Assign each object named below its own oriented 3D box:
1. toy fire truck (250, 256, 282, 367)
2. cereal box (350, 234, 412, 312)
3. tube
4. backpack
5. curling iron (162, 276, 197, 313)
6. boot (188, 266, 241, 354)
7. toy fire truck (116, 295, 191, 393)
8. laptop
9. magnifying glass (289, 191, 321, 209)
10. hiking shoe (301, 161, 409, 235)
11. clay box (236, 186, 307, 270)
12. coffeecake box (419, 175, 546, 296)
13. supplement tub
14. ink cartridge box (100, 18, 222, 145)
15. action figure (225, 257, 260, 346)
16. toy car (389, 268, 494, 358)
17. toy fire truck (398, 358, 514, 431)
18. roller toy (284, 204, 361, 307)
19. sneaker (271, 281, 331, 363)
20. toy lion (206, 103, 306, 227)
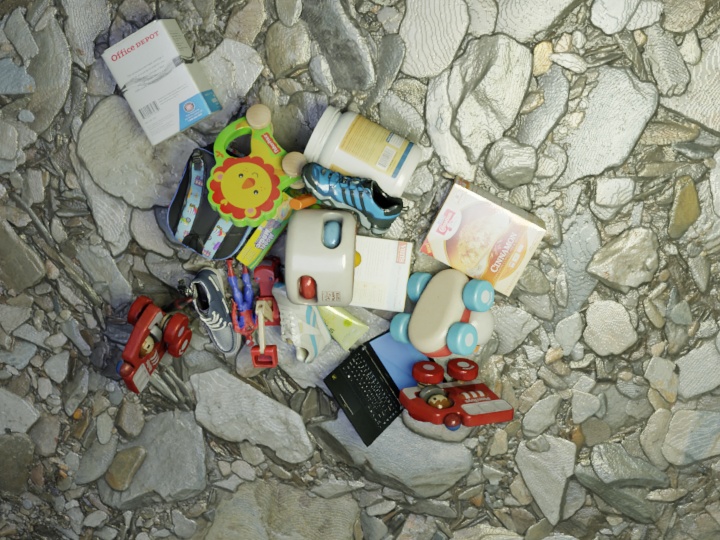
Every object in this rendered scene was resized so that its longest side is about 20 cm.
[{"bbox_3d":[-0.193,0.084,1.734,0.048,0.141,0.201,-2,107,10],"label":"toy fire truck"},{"bbox_3d":[0.000,0.000,1.708,0.198,0.040,0.145,8,96,1],"label":"cereal box"},{"bbox_3d":[-0.077,0.080,1.765,0.200,0.052,0.058,43,152,-9],"label":"tube"},{"bbox_3d":[-0.282,-0.132,1.684,0.182,0.135,0.201,29,109,-1],"label":"backpack"},{"bbox_3d":[-0.382,0.060,1.763,0.200,0.025,0.050,-34,80,58],"label":"curling iron"},{"bbox_3d":[-0.315,0.098,1.785,0.072,0.090,0.201,-14,104,13],"label":"boot"},{"bbox_3d":[-0.445,0.160,1.756,0.112,0.200,0.169,24,66,6],"label":"toy fire truck"},{"bbox_3d":[0.056,0.237,1.760,0.103,0.200,0.178,-19,107,54],"label":"laptop"},{"bbox_3d":[-0.085,-0.141,1.615,0.079,0.200,0.023,20,107,15],"label":"magnifying glass"},{"bbox_3d":[-0.011,-0.149,1.525,0.199,0.075,0.087,29,134,-17],"label":"hiking shoe"},{"bbox_3d":[-0.164,-0.102,1.685,0.048,0.115,0.200,37,110,-4],"label":"clay box"},{"bbox_3d":[0.240,-0.068,1.652,0.199,0.073,0.154,27,110,1],"label":"coffeecake box"},{"bbox_3d":[0.003,-0.214,1.606,0.199,0.145,0.145,28,110,0],"label":"supplement tub"},{"bbox_3d":[-0.388,-0.371,1.653,0.144,0.084,0.201,-24,102,16],"label":"ink cartridge box"},{"bbox_3d":[-0.247,0.067,1.781,0.065,0.052,0.201,-15,111,-28],"label":"action figure"},{"bbox_3d":[0.199,0.113,1.671,0.200,0.184,0.178,36,70,-39],"label":"toy car"},{"bbox_3d":[0.189,0.264,1.697,0.199,0.168,0.113,-3,110,-24],"label":"toy fire truck"},{"bbox_3d":[-0.067,-0.021,1.596,0.139,0.182,0.202,3,97,1],"label":"roller toy"},{"bbox_3d":[-0.129,0.106,1.722,0.076,0.081,0.201,12,142,43],"label":"sneaker"},{"bbox_3d":[-0.208,-0.186,1.572,0.191,0.069,0.200,-32,73,-12],"label":"toy lion"}]
